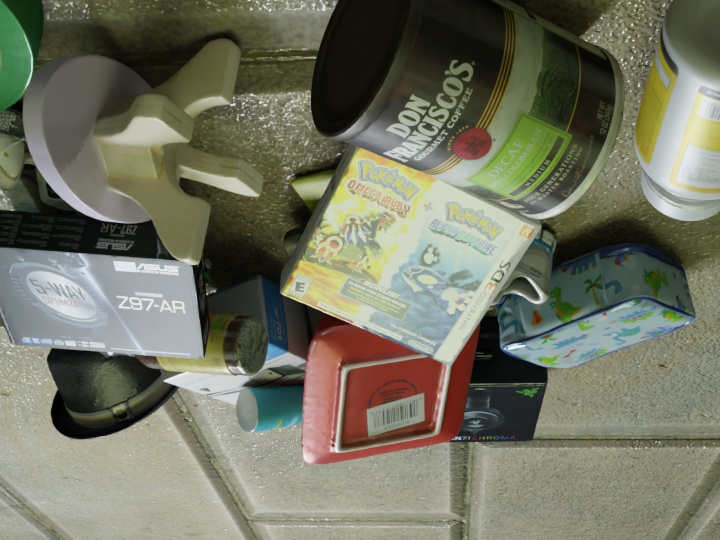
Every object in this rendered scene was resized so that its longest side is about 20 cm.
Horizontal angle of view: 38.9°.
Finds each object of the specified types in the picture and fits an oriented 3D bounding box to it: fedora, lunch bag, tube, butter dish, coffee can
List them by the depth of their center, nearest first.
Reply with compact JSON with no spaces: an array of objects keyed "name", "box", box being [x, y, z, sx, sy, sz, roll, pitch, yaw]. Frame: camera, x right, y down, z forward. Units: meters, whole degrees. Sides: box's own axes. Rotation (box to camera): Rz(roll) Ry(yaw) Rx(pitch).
[{"name":"coffee can","box":[0.081,-0.140,0.782,0.197,0.149,0.146,18,147,-27]},{"name":"lunch bag","box":[0.260,0.044,1.138,0.198,0.084,0.159,-26,150,38]},{"name":"butter dish","box":[0.016,0.099,1.155,0.196,0.149,0.202,-7,127,-17]},{"name":"fedora","box":[-0.301,0.105,1.222,0.197,0.202,0.092,-12,128,22]},{"name":"tube","box":[-0.055,0.159,1.234,0.197,0.051,0.077,-2,163,-37]}]

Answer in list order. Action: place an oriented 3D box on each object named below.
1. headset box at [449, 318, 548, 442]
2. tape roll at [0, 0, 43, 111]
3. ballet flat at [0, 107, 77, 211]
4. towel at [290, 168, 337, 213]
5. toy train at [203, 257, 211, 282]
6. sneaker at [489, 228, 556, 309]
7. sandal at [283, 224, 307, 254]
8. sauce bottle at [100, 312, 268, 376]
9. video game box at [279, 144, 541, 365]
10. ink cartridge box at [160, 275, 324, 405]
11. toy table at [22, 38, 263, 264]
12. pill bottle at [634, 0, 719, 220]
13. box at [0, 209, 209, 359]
[{"name":"headset box","box":[0.146,0.141,1.313,0.170,0.094,0.201,0,150,2]},{"name":"tape roll","box":[-0.353,-0.200,0.802,0.196,0.049,0.202,2,150,1]},{"name":"ballet flat","box":[-0.302,-0.100,0.950,0.198,0.073,0.072,23,144,-32]},{"name":"towel","box":[0.036,-0.087,1.009,0.196,0.018,0.086,-11,143,22]},{"name":"toy train","box":[-0.256,0.024,1.172,0.197,0.057,0.042,-13,147,24]},{"name":"sneaker","box":[0.113,-0.005,1.062,0.196,0.088,0.075,6,156,-9]},{"name":"sandal","box":[-0.001,0.000,1.106,0.198,0.058,0.079,14,151,-38]},{"name":"sauce bottle","box":[-0.196,0.076,1.090,0.196,0.066,0.065,1,152,24]},{"name":"video game box","box":[0.047,-0.019,0.988,0.197,0.047,0.184,23,116,-14]},{"name":"ink cartridge box","box":[-0.124,0.091,1.204,0.144,0.087,0.200,-20,154,20]},{"name":"toy table","box":[-0.169,-0.102,0.846,0.115,0.188,0.199,5,180,22]},{"name":"pill bottle","box":[0.283,-0.129,0.823,0.110,0.114,0.201,0,150,4]},{"name":"box","box":[-0.246,0.016,0.968,0.196,0.044,0.162,5,142,-1]}]
